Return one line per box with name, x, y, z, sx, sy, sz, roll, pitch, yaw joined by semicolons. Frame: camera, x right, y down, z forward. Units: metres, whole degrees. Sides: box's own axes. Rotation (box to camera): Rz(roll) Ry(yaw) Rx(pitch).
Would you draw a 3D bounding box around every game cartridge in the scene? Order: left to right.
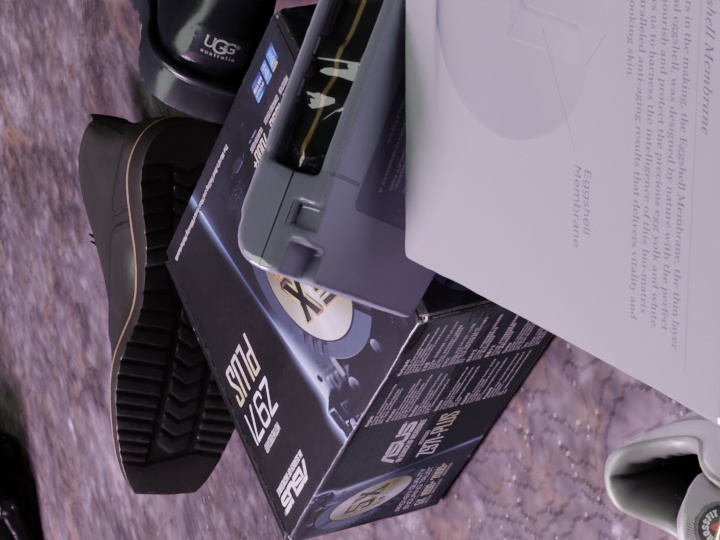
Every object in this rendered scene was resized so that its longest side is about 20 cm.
game cartridge;0.023;-0.085;1.017;0.040;0.133;0.201;21;90;29

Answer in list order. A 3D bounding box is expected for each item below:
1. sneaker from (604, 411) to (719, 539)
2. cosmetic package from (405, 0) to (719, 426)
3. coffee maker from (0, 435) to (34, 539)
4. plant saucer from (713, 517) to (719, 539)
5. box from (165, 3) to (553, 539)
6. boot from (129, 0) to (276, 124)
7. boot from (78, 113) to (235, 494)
sneaker;0.161;0.095;0.917;0.200;0.088;0.074;16;112;58
cosmetic package;0.116;-0.079;0.899;0.200;0.123;0.200;32;126;56
coffee maker;-0.311;0.193;1.795;0.200;0.134;0.193;16;114;60
plant saucer;0.206;0.117;0.818;0.199;0.048;0.201;28;128;24
box;0.000;0.000;1.187;0.164;0.086;0.200;65;149;25
boot;-0.049;-0.181;1.233;0.169;0.076;0.200;-62;17;24
boot;-0.116;0.012;1.440;0.138;0.077;0.201;19;103;64
